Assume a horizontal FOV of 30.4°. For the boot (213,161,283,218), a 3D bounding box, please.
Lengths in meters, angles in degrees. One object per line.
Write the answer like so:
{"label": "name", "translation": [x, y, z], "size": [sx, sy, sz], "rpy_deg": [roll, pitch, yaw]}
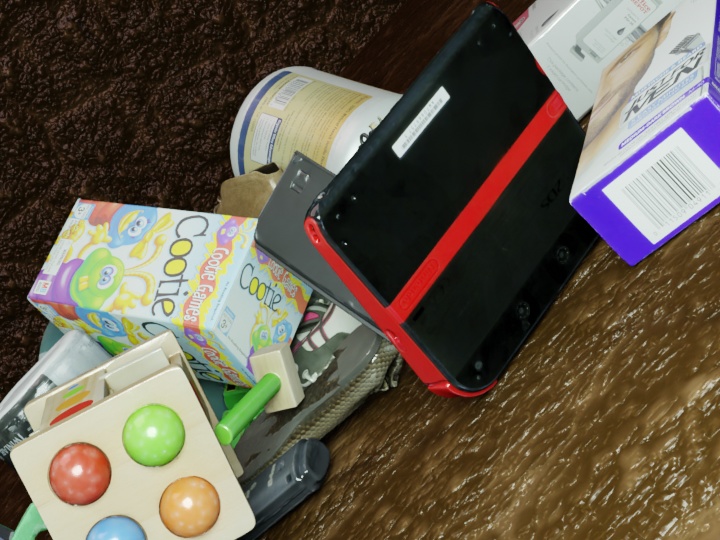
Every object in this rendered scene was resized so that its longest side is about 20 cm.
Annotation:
{"label": "boot", "translation": [-0.107, -0.047, 1.216], "size": [0.073, 0.076, 0.199], "rpy_deg": [-31, 6, -33]}

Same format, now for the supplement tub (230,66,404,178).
{"label": "supplement tub", "translation": [-0.009, -0.100, 1.219], "size": [0.199, 0.145, 0.145], "rpy_deg": [23, 66, 42]}

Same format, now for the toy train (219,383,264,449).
{"label": "toy train", "translation": [-0.090, 0.097, 1.166], "size": [0.056, 0.042, 0.202], "rpy_deg": [-11, 40, 15]}

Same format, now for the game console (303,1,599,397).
{"label": "game console", "translation": [0.071, -0.040, 0.838], "size": [0.201, 0.177, 0.031], "rpy_deg": [-51, 26, -21]}

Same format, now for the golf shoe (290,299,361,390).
{"label": "golf shoe", "translation": [-0.007, 0.061, 1.081], "size": [0.200, 0.076, 0.089], "rpy_deg": [-35, 33, 61]}

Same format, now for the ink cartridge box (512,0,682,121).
{"label": "ink cartridge box", "translation": [0.215, -0.227, 1.163], "size": [0.200, 0.083, 0.147], "rpy_deg": [-43, 12, 19]}

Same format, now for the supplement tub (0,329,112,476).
{"label": "supplement tub", "translation": [-0.205, 0.157, 1.106], "size": [0.122, 0.200, 0.123], "rpy_deg": [-43, 12, 11]}

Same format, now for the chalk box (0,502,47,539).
{"label": "chalk box", "translation": [-0.281, 0.286, 1.048], "size": [0.202, 0.124, 0.124], "rpy_deg": [-61, 12, 2]}

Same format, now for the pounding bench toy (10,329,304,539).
{"label": "pounding bench toy", "translation": [-0.125, 0.119, 0.931], "size": [0.198, 0.126, 0.156], "rpy_deg": [-27, 11, -6]}

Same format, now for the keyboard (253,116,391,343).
{"label": "keyboard", "translation": [0.024, -0.025, 0.926], "size": [0.128, 0.199, 0.021], "rpy_deg": [-59, -23, 6]}

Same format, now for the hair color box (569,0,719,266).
{"label": "hair color box", "translation": [0.202, -0.102, 0.849], "size": [0.109, 0.065, 0.201], "rpy_deg": [-40, 12, 32]}

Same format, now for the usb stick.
{"label": "usb stick", "translation": [-0.098, 0.197, 1.011], "size": [0.200, 0.033, 0.056], "rpy_deg": [-41, 12, 25]}

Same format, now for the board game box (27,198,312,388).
{"label": "board game box", "translation": [-0.158, 0.019, 1.107], "size": [0.197, 0.105, 0.104], "rpy_deg": [7, 61, 31]}

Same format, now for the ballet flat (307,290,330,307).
{"label": "ballet flat", "translation": [0.000, 0.000, 1.133], "size": [0.198, 0.064, 0.068], "rpy_deg": [-8, 51, 46]}

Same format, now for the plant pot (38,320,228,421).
{"label": "plant pot", "translation": [-0.176, 0.096, 1.252], "size": [0.159, 0.202, 0.201], "rpy_deg": [-23, 21, 25]}

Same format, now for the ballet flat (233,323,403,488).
{"label": "ballet flat", "translation": [-0.037, 0.115, 1.032], "size": [0.200, 0.046, 0.068], "rpy_deg": [-44, 29, 23]}
